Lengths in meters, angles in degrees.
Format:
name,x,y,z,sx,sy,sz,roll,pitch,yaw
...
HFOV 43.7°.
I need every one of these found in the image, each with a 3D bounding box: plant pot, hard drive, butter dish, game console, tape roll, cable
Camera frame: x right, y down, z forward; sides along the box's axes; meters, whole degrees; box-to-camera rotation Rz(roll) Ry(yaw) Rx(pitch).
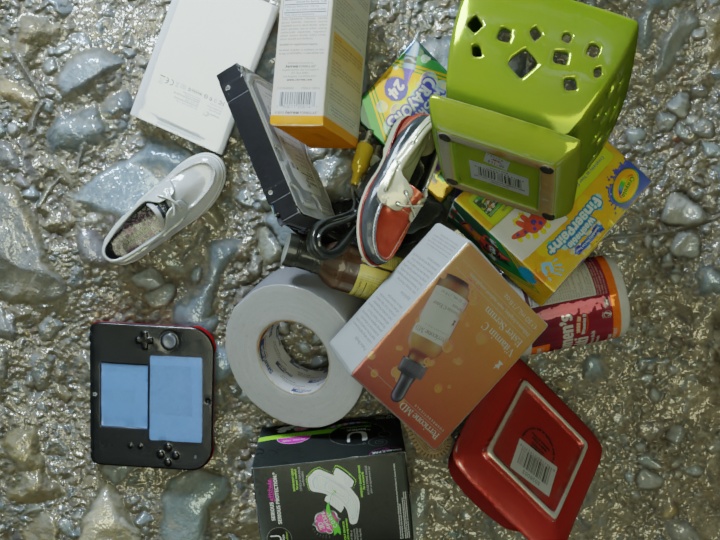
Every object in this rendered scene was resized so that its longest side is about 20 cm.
name,x,y,z,sx,sy,sz,roll,pitch,yaw
plant pot,0.186,-0.181,1.019,0.197,0.199,0.184,20,74,16
hard drive,-0.203,-0.271,1.167,0.130,0.025,0.203,23,98,-5
butter dish,0.196,0.255,1.203,0.200,0.148,0.200,44,52,-8
game console,-0.285,0.172,1.231,0.174,0.031,0.204,2,98,-2
hard drive,-0.098,-0.144,1.102,0.037,0.139,0.203,-25,78,15
tape roll,-0.075,0.100,1.167,0.197,0.066,0.204,8,115,18
cable,-0.002,-0.076,1.107,0.097,0.050,0.201,49,58,-28

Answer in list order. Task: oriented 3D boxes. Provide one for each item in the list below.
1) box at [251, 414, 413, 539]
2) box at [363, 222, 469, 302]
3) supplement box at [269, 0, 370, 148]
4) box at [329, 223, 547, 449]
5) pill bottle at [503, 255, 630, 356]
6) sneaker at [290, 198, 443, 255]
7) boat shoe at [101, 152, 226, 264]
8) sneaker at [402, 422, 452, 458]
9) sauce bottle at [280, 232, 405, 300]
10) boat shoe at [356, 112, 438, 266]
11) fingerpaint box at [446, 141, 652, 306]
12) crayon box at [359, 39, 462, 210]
name,x,y,z,sx,sy,sz,roll,pitch,yaw
box,-0.036,0.281,1.192,0.196,0.149,0.127,-5,100,-1
box,0.068,0.016,1.194,0.198,0.068,0.083,-32,99,4
supplement box,-0.047,-0.262,1.097,0.072,0.126,0.204,4,86,20
box,0.090,0.076,1.056,0.152,0.106,0.200,42,90,-21
pill bottle,0.243,0.051,1.182,0.196,0.110,0.111,-12,99,1
sneaker,0.003,-0.073,1.184,0.197,0.060,0.105,21,72,16
boat shoe,-0.260,-0.080,1.173,0.198,0.069,0.073,-34,98,4
sneaker,0.066,0.138,1.186,0.069,0.109,0.203,-18,108,7
sauce bottle,0.000,0.000,1.113,0.197,0.065,0.066,19,98,-12
boat shoe,0.052,-0.099,1.083,0.071,0.062,0.203,36,67,-44
fingerpaint box,0.236,-0.087,1.132,0.167,0.073,0.200,42,75,9
crayon box,0.097,-0.184,1.174,0.200,0.052,0.126,43,96,-7
